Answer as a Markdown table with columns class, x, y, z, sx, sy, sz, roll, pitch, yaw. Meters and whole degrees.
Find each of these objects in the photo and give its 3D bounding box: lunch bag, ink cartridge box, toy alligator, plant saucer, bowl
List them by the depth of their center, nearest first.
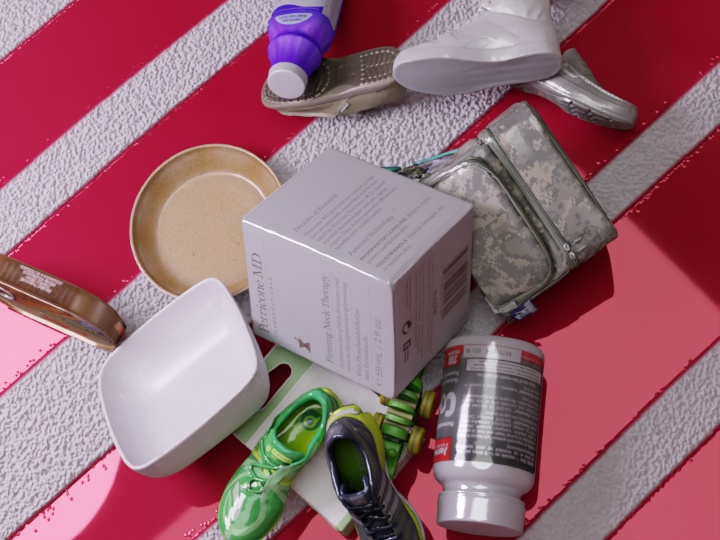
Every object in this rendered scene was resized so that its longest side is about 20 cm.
| class | x | y | z | sx | sy | sz | roll | pitch | yaw |
| --- | --- | --- | --- | --- | --- | --- | --- | --- | --- |
| toy alligator | 0.036 | 0.183 | 1.540 | 0.059 | 0.054 | 0.202 | 16 | 75 | 12 |
| lunch bag | 0.173 | -0.066 | 1.585 | 0.167 | 0.139 | 0.201 | -35 | 94 | 7 |
| bowl | -0.193 | 0.130 | 1.597 | 0.199 | 0.075 | 0.201 | -38 | 43 | 6 |
| ink cartridge box | -0.046 | 0.181 | 1.603 | 0.199 | 0.048 | 0.146 | 38 | 81 | 19 |
| plant saucer | -0.181 | -0.054 | 1.708 | 0.197 | 0.035 | 0.203 | -3 | 71 | 9 |

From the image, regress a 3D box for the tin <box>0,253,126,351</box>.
| class | x | y | z | sx | sy | sz | roll | pitch | yaw |
| --- | --- | --- | --- | --- | --- | --- | --- | --- | --- |
| tin | -0.368 | 0.037 | 1.671 | 0.198 | 0.112 | 0.042 | 22 | 67 | 15 |

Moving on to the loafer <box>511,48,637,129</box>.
| class | x | y | z | sx | sy | sz | roll | pitch | yaw |
| --- | --- | --- | --- | --- | --- | --- | --- | --- | --- |
| loafer | 0.246 | -0.232 | 1.680 | 0.198 | 0.070 | 0.070 | 30 | 87 | 17 |

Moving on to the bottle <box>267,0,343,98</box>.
| class | x | y | z | sx | sy | sz | roll | pitch | yaw |
| --- | --- | --- | --- | --- | --- | --- | --- | --- | --- |
| bottle | -0.071 | -0.297 | 1.710 | 0.082 | 0.066 | 0.202 | -1 | 52 | 19 |

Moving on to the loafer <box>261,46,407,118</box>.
| class | x | y | z | sx | sy | sz | roll | pitch | yaw |
| --- | --- | --- | --- | --- | --- | --- | --- | --- | --- |
| loafer | -0.029 | -0.220 | 1.723 | 0.197 | 0.068 | 0.077 | -4 | 59 | 25 |

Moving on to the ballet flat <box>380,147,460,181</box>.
| class | x | y | z | sx | sy | sz | roll | pitch | yaw |
| --- | --- | --- | --- | --- | --- | --- | --- | --- | --- |
| ballet flat | 0.057 | -0.101 | 1.672 | 0.197 | 0.072 | 0.073 | -10 | 70 | 7 |

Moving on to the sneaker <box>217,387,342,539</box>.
| class | x | y | z | sx | sy | sz | roll | pitch | yaw |
| --- | --- | --- | --- | --- | --- | --- | --- | --- | --- |
| sneaker | -0.095 | 0.208 | 1.534 | 0.074 | 0.084 | 0.201 | 31 | 81 | 15 |

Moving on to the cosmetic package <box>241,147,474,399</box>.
| class | x | y | z | sx | sy | sz | roll | pitch | yaw |
| --- | --- | --- | --- | --- | --- | --- | --- | --- | --- |
| cosmetic package | 0.000 | 0.000 | 1.547 | 0.198 | 0.169 | 0.166 | 23 | 45 | 28 |

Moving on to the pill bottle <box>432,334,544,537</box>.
| class | x | y | z | sx | sy | sz | roll | pitch | yaw |
| --- | --- | --- | --- | --- | --- | --- | --- | --- | --- |
| pill bottle | 0.138 | 0.182 | 1.538 | 0.112 | 0.114 | 0.203 | 4 | 72 | 10 |

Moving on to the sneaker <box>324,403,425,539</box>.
| class | x | y | z | sx | sy | sz | roll | pitch | yaw |
| --- | --- | --- | --- | --- | --- | --- | --- | --- | --- |
| sneaker | 0.007 | 0.246 | 1.485 | 0.073 | 0.081 | 0.202 | -25 | 91 | 16 |

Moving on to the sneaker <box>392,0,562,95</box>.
| class | x | y | z | sx | sy | sz | roll | pitch | yaw |
| --- | --- | --- | --- | --- | --- | --- | --- | --- | --- |
| sneaker | 0.134 | -0.277 | 1.661 | 0.197 | 0.074 | 0.117 | -5 | 61 | 1 |
